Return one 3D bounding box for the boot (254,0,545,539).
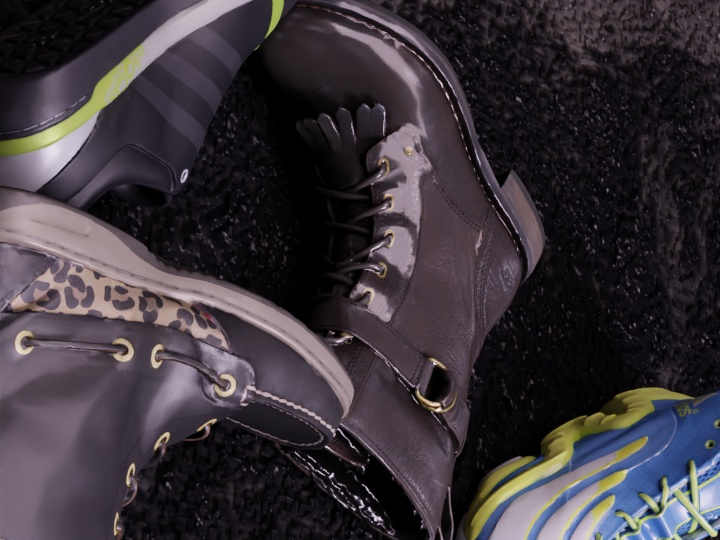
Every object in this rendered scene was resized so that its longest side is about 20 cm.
[{"bbox_3d":[0.000,0.000,1.084,0.200,0.069,0.175,47,47,-25],"label":"boot"}]

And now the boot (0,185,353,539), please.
[{"bbox_3d":[-0.089,0.071,0.933,0.200,0.073,0.152,32,62,-46],"label":"boot"}]

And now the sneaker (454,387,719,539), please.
[{"bbox_3d":[0.121,0.098,1.161,0.200,0.105,0.076,-40,107,-50],"label":"sneaker"}]

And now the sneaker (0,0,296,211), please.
[{"bbox_3d":[-0.089,-0.068,1.018,0.200,0.071,0.083,-37,125,-46],"label":"sneaker"}]
